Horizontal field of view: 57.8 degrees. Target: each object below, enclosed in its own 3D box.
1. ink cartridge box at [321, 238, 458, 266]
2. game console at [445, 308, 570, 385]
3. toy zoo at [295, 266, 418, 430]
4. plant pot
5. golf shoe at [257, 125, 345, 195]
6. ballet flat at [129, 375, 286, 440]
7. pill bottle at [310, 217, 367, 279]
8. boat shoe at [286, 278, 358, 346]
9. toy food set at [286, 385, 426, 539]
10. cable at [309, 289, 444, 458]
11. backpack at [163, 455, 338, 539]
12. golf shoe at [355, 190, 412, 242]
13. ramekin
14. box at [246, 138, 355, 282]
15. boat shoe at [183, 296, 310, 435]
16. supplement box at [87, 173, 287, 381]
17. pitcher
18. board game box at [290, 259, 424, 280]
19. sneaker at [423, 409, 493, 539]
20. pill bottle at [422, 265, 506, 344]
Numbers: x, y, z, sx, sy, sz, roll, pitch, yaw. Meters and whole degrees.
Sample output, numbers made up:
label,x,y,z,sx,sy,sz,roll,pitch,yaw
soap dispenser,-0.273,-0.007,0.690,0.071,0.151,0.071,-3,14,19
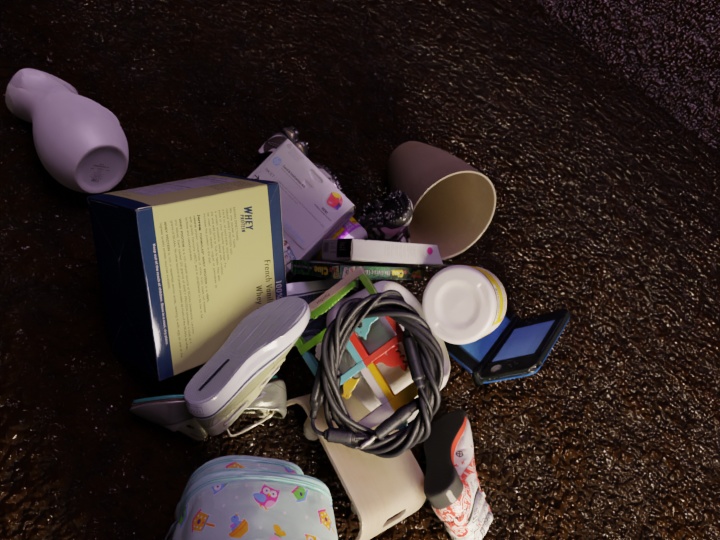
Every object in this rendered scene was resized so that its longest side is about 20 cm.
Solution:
label,x,y,z,sx,sy,sz,roll,pitch,yaw
ink cartridge box,0.047,-0.026,0.989,0.195,0.094,0.038,5,88,-31
game console,0.242,0.092,1.125,0.199,0.168,0.120,-39,104,-47
toy zoo,0.004,0.117,0.841,0.202,0.130,0.020,56,6,5
plant pot,0.131,-0.157,1.246,0.183,0.191,0.202,4,36,-30
golf shoe,-0.107,-0.160,1.166,0.093,0.078,0.201,-32,71,-28
ballet flat,-0.181,0.176,0.805,0.195,0.067,0.066,-5,78,-28
pill bottle,-0.087,-0.089,1.077,0.200,0.105,0.104,44,43,10
boat shoe,-0.066,0.062,0.992,0.198,0.069,0.094,-7,88,-56
toy food set,-0.006,0.246,0.872,0.142,0.061,0.203,-3,55,-49
cable,0.025,0.127,0.802,0.159,0.206,0.051,17,1,8
backpack,-0.112,0.277,0.657,0.171,0.202,0.156,14,45,-20
golf shoe,0.057,-0.074,1.098,0.078,0.199,0.095,-46,103,-10
ramekin,0.047,0.108,0.939,0.202,0.094,0.204,44,23,-24
box,-0.128,-0.078,1.002,0.156,0.041,0.200,43,83,11
boat shoe,-0.132,0.110,0.789,0.071,0.063,0.200,20,48,33
supplement box,-0.210,-0.005,0.825,0.132,0.206,0.197,15,24,43
pitcher,-0.410,-0.205,0.976,0.200,0.123,0.170,44,26,27
board game box,0.000,0.000,0.982,0.197,0.103,0.024,2,91,-48
sneaker,0.139,0.292,0.918,0.110,0.066,0.202,60,19,-12
pill bottle,0.169,0.050,1.014,0.112,0.111,0.199,48,13,15
